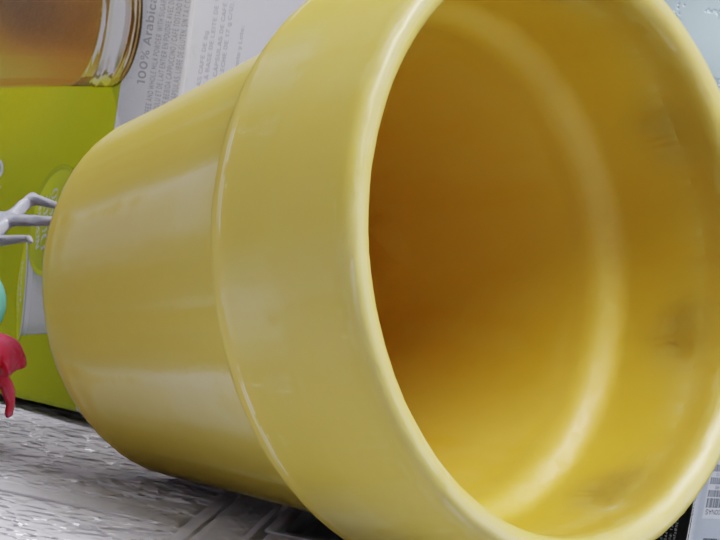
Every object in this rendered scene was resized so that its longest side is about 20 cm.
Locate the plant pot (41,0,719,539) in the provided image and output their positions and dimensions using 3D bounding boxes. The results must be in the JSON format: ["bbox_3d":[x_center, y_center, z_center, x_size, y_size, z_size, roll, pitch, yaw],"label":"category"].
[{"bbox_3d":[0.000,0.000,0.901,0.189,0.202,0.200,-6,-8,43],"label":"plant pot"}]

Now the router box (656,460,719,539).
[{"bbox_3d":[0.137,0.077,1.030,0.200,0.052,0.157,7,5,-40],"label":"router box"}]

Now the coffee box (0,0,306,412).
[{"bbox_3d":[-0.111,-0.053,1.150,0.197,0.200,0.200,12,5,27],"label":"coffee box"}]

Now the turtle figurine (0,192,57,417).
[{"bbox_3d":[-0.191,0.000,0.936,0.199,0.101,0.150,-5,-21,16],"label":"turtle figurine"}]
